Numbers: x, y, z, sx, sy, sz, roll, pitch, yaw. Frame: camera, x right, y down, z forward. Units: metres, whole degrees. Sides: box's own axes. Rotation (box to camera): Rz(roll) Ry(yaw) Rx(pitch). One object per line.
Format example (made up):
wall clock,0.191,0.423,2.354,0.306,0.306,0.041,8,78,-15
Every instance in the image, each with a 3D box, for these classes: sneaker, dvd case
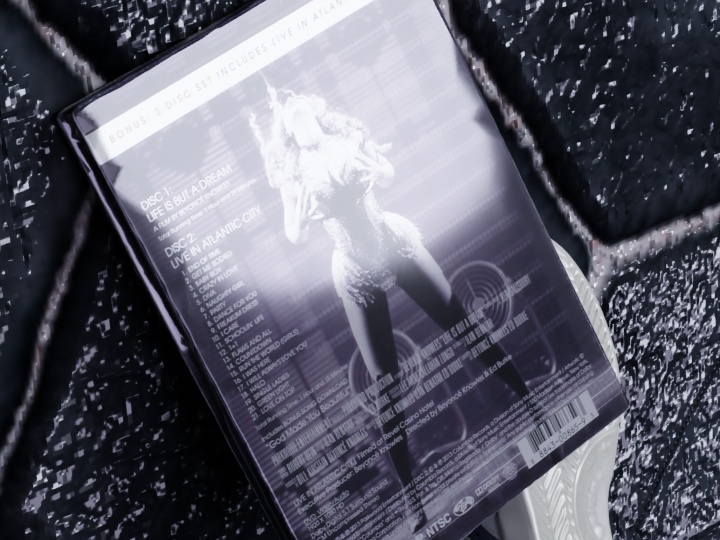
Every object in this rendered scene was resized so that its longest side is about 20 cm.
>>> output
sneaker,0.053,0.087,0.892,0.075,0.084,0.202,6,76,-44
dvd case,0.000,0.000,0.803,0.148,0.016,0.201,-34,105,-28
